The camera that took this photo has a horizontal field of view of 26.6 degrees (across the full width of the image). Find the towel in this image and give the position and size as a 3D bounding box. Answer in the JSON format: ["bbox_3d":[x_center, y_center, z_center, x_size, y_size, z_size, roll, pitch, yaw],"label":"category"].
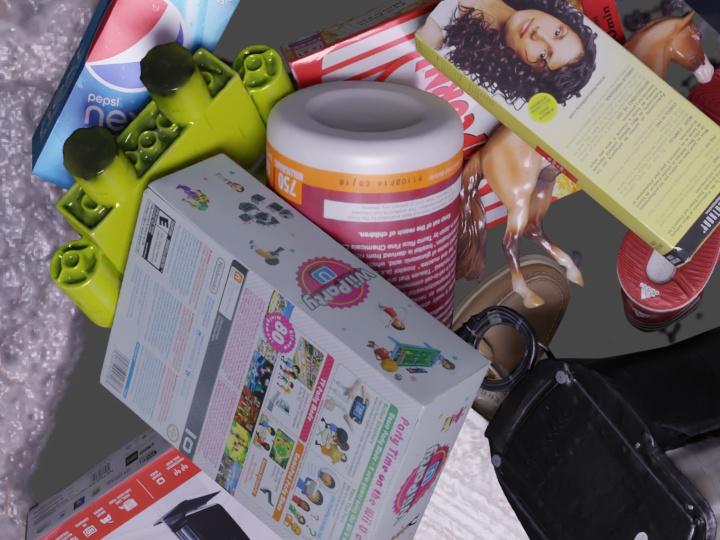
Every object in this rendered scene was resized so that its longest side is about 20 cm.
[{"bbox_3d":[0.082,0.173,0.975,0.200,0.034,0.133,36,97,0],"label":"towel"}]

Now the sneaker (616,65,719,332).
[{"bbox_3d":[0.222,-0.048,0.998,0.078,0.116,0.200,35,77,12],"label":"sneaker"}]

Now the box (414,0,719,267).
[{"bbox_3d":[0.128,-0.093,0.866,0.200,0.050,0.075,39,88,4],"label":"box"}]

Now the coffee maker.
[{"bbox_3d":[0.185,0.090,0.899,0.199,0.134,0.193,-10,76,-46],"label":"coffee maker"}]

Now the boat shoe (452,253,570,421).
[{"bbox_3d":[0.076,0.081,1.016,0.074,0.069,0.200,31,103,-21],"label":"boat shoe"}]

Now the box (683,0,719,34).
[{"bbox_3d":[0.306,-0.196,0.897,0.200,0.104,0.183,36,81,-22],"label":"box"}]

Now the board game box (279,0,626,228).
[{"bbox_3d":[0.070,-0.105,0.950,0.199,0.046,0.152,-23,114,-1],"label":"board game box"}]

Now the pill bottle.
[{"bbox_3d":[0.000,0.000,0.893,0.112,0.113,0.201,-3,116,-10],"label":"pill bottle"}]

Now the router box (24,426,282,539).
[{"bbox_3d":[-0.093,0.181,1.036,0.200,0.049,0.180,-35,114,4],"label":"router box"}]

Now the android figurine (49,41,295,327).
[{"bbox_3d":[-0.104,-0.047,0.886,0.182,0.041,0.200,-49,157,-12],"label":"android figurine"}]

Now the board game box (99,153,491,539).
[{"bbox_3d":[-0.043,0.055,0.834,0.064,0.200,0.148,-28,148,-44],"label":"board game box"}]

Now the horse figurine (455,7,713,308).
[{"bbox_3d":[0.133,-0.061,0.915,0.199,0.050,0.133,-23,88,8],"label":"horse figurine"}]

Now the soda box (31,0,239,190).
[{"bbox_3d":[-0.121,-0.139,0.888,0.064,0.068,0.201,24,106,-19],"label":"soda box"}]
